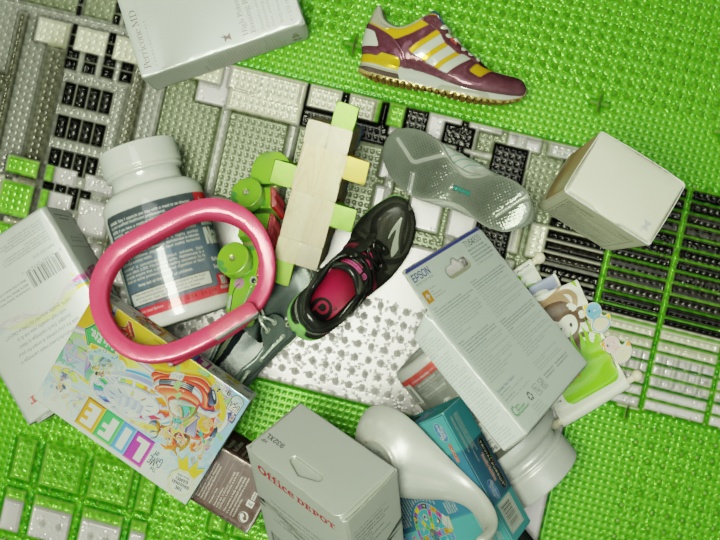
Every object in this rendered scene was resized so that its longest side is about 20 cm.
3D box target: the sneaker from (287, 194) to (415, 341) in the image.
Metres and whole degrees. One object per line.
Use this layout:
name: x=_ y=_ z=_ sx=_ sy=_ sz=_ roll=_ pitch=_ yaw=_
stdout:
sneaker: x=0.000 y=0.000 z=1.081 sx=0.076 sy=0.084 sz=0.201 roll=40 pitch=77 yaw=-8

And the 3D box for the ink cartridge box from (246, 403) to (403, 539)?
ink cartridge box: x=-0.031 y=0.262 z=1.014 sx=0.144 sy=0.203 sz=0.083 roll=28 pitch=50 yaw=35

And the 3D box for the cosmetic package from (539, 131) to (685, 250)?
cosmetic package: x=0.260 y=-0.079 z=1.021 sx=0.104 sy=0.200 sz=0.072 roll=33 pitch=91 yaw=2

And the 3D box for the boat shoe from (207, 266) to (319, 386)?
boat shoe: x=-0.115 y=0.070 z=1.107 sx=0.073 sy=0.062 sz=0.201 roll=39 pitch=91 yaw=4

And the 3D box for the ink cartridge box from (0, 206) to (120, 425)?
ink cartridge box: x=-0.358 y=0.052 z=1.107 sx=0.143 sy=0.085 sz=0.202 roll=-31 pitch=87 yaw=3

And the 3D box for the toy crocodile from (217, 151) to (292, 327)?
toy crocodile: x=-0.114 y=-0.037 z=1.082 sx=0.061 sy=0.068 sz=0.204 roll=1 pitch=68 yaw=19

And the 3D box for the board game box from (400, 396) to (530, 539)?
board game box: x=0.066 y=0.242 z=1.052 sx=0.199 sy=0.047 sz=0.153 roll=-29 pitch=89 yaw=40

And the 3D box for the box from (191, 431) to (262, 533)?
box: x=-0.189 y=0.206 z=1.093 sx=0.198 sy=0.100 sz=0.076 roll=29 pitch=91 yaw=1

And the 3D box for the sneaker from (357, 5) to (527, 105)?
sneaker: x=0.098 y=-0.245 z=1.092 sx=0.196 sy=0.075 sz=0.092 roll=12 pitch=96 yaw=2

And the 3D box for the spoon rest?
spoon rest: x=0.066 y=0.216 z=0.984 sx=0.199 sy=0.060 sz=0.101 roll=38 pitch=128 yaw=34

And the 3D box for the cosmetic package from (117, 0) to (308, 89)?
cosmetic package: x=-0.168 y=-0.291 z=1.105 sx=0.197 sy=0.074 sz=0.103 roll=-19 pitch=89 yaw=1

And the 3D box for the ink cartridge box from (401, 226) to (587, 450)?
ink cartridge box: x=0.136 y=0.063 z=1.015 sx=0.041 sy=0.199 sz=0.201 roll=-42 pitch=81 yaw=34

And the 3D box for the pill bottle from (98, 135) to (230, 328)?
pill bottle: x=-0.223 y=-0.042 z=1.084 sx=0.117 sy=0.120 sz=0.204 roll=-17 pitch=90 yaw=2

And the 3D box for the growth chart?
growth chart: x=0.223 y=0.081 z=1.115 sx=0.144 sy=0.018 sz=0.201 roll=-38 pitch=89 yaw=1

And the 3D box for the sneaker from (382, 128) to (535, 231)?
sneaker: x=0.111 y=-0.097 z=1.098 sx=0.199 sy=0.080 sz=0.071 roll=32 pitch=100 yaw=21

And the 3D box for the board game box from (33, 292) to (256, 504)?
board game box: x=-0.228 y=0.133 z=1.020 sx=0.198 sy=0.034 sz=0.136 roll=33 pitch=98 yaw=2

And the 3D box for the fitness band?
fitness band: x=-0.181 y=0.011 z=0.991 sx=0.198 sy=0.037 sz=0.145 roll=-28 pitch=80 yaw=-9

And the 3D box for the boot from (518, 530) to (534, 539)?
boot: x=0.216 y=0.339 z=1.085 sx=0.199 sy=0.076 sz=0.169 roll=-39 pitch=92 yaw=8

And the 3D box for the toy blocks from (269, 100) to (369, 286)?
toy blocks: x=-0.044 y=-0.091 z=1.073 sx=0.098 sy=0.137 sz=0.204 roll=16 pitch=101 yaw=2

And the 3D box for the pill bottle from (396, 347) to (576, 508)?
pill bottle: x=0.143 y=0.156 z=1.070 sx=0.114 sy=0.114 sz=0.201 roll=-40 pitch=89 yaw=2
